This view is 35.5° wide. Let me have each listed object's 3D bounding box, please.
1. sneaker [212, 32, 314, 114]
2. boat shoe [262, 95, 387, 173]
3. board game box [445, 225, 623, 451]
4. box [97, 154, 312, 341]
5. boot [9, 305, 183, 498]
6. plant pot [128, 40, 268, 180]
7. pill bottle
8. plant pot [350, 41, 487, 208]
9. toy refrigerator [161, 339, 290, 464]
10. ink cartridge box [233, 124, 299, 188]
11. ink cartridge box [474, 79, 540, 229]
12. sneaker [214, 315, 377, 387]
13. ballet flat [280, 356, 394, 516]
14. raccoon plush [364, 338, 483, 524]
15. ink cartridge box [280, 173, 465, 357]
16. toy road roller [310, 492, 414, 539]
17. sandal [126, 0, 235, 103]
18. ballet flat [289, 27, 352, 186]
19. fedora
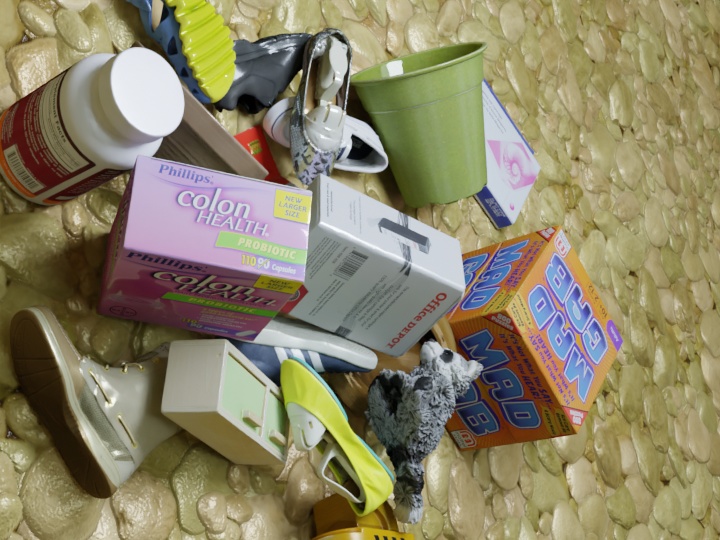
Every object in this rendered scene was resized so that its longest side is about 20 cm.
[{"bbox_3d":[-0.122,-0.244,1.399,0.198,0.075,0.092,-20,102,-42],"label":"sneaker"},{"bbox_3d":[-0.037,-0.169,1.442,0.198,0.074,0.066,5,37,-46],"label":"boat shoe"},{"bbox_3d":[0.204,0.095,1.540,0.201,0.198,0.200,58,43,-17],"label":"board game box"},{"bbox_3d":[-0.160,-0.015,1.131,0.173,0.200,0.098,11,66,-17],"label":"box"},{"bbox_3d":[-0.251,0.102,1.129,0.155,0.072,0.202,-38,107,-46],"label":"boot"},{"bbox_3d":[-0.200,-0.144,1.219,0.093,0.201,0.201,-45,118,-1],"label":"plant pot"},{"bbox_3d":[-0.264,-0.142,1.099,0.112,0.198,0.115,18,65,-43],"label":"pill bottle"},{"bbox_3d":[0.097,-0.195,1.549,0.199,0.198,0.193,-32,115,-48],"label":"plant pot"},{"bbox_3d":[-0.133,0.143,1.186,0.200,0.069,0.077,57,34,-61],"label":"toy refrigerator"},{"bbox_3d":[-0.116,-0.067,1.352,0.162,0.050,0.203,-32,105,-48],"label":"ink cartridge box"},{"bbox_3d":[0.208,-0.203,1.762,0.197,0.043,0.201,51,47,-23],"label":"ink cartridge box"},{"bbox_3d":[-0.079,0.105,1.295,0.197,0.075,0.086,14,106,-21],"label":"sneaker"},{"bbox_3d":[-0.035,0.190,1.243,0.067,0.066,0.201,-46,108,-31],"label":"ballet flat"},{"bbox_3d":[0.079,0.186,1.337,0.133,0.096,0.204,-4,102,-46],"label":"raccoon plush"},{"bbox_3d":[0.000,0.000,1.278,0.198,0.144,0.085,24,41,-24],"label":"ink cartridge box"},{"bbox_3d":[0.018,0.336,1.320,0.198,0.122,0.148,19,53,-42],"label":"toy road roller"},{"bbox_3d":[-0.211,-0.284,1.286,0.079,0.086,0.202,-30,99,-48],"label":"sandal"},{"bbox_3d":[-0.045,-0.204,1.366,0.071,0.071,0.204,19,69,-42],"label":"ballet flat"},{"bbox_3d":[0.027,0.107,1.412,0.198,0.082,0.204,8,74,-28],"label":"fedora"}]
